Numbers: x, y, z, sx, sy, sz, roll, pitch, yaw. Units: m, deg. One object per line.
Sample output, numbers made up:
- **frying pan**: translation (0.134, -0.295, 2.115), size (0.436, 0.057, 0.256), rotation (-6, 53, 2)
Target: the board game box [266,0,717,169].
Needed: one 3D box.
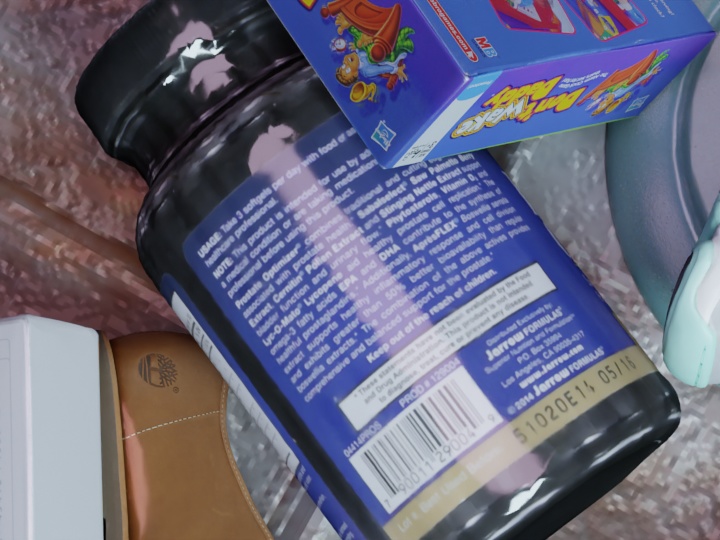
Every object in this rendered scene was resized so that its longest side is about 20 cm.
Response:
- **board game box**: translation (0.008, -0.131, 0.813), size (0.045, 0.134, 0.200), rotation (-47, 69, 36)

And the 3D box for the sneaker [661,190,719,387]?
- **sneaker**: translation (0.195, -0.019, 0.784), size (0.140, 0.078, 0.200), rotation (36, 86, 11)

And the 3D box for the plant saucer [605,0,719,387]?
- **plant saucer**: translation (0.181, -0.041, 0.842), size (0.200, 0.027, 0.200), rotation (-1, 79, 5)

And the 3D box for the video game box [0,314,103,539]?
- **video game box**: translation (-0.163, 0.124, 0.804), size (0.182, 0.047, 0.200), rotation (-7, 79, 27)

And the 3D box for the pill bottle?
- **pill bottle**: translation (0.000, 0.000, 0.809), size (0.112, 0.112, 0.200), rotation (-36, 79, -2)

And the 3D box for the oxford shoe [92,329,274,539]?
- **oxford shoe**: translation (-0.056, 0.116, 0.819), size (0.071, 0.071, 0.200), rotation (-2, 84, -18)
